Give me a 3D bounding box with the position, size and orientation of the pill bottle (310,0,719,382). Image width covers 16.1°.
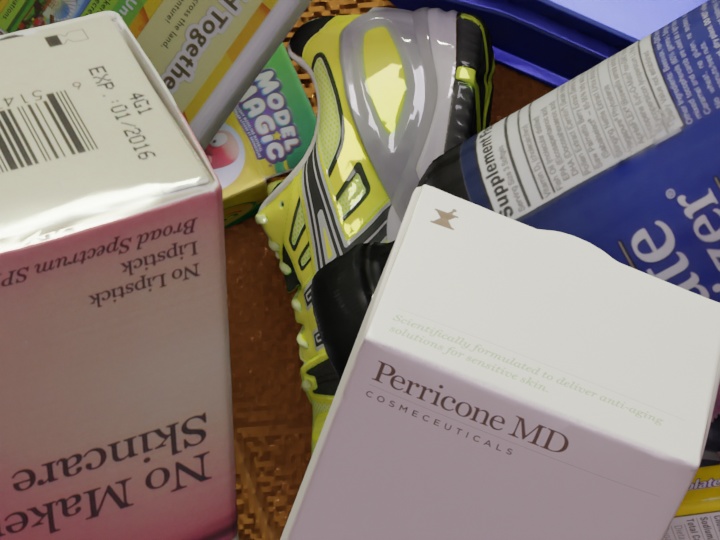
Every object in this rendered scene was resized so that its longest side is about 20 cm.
[{"bbox_3d":[0.089,-0.010,0.843,0.199,0.112,0.112,-30,79,15],"label":"pill bottle"}]

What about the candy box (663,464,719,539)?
[{"bbox_3d":[0.160,0.149,0.869,0.102,0.026,0.201,-11,119,23],"label":"candy box"}]

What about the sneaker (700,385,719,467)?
[{"bbox_3d":[0.131,0.045,0.948,0.199,0.070,0.082,8,69,-4],"label":"sneaker"}]

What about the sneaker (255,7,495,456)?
[{"bbox_3d":[0.000,0.000,0.948,0.076,0.075,0.201,10,95,10],"label":"sneaker"}]

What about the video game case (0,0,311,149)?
[{"bbox_3d":[-0.083,-0.160,0.921,0.182,0.023,0.200,41,112,8],"label":"video game case"}]

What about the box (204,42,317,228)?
[{"bbox_3d":[-0.122,-0.051,0.982,0.199,0.048,0.118,-23,79,-2],"label":"box"}]

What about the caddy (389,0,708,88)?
[{"bbox_3d":[0.100,-0.125,0.947,0.199,0.141,0.105,24,83,5],"label":"caddy"}]

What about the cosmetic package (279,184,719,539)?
[{"bbox_3d":[0.030,0.087,0.794,0.107,0.201,0.085,20,38,2],"label":"cosmetic package"}]

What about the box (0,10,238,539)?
[{"bbox_3d":[-0.118,0.033,0.864,0.127,0.201,0.109,-16,43,-17],"label":"box"}]

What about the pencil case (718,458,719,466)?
[{"bbox_3d":[0.185,0.008,0.906,0.086,0.083,0.200,24,46,-5],"label":"pencil case"}]
